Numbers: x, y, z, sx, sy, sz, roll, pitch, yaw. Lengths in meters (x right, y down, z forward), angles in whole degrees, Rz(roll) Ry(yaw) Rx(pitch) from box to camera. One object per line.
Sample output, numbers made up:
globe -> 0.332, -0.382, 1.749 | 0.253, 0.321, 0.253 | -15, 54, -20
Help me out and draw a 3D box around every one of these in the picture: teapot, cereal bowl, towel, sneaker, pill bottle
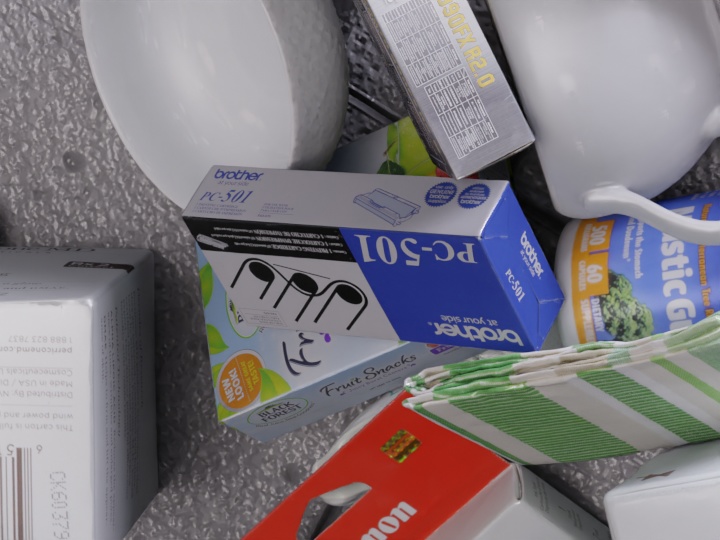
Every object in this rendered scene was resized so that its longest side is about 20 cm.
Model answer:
teapot -> 0.149, -0.129, 1.307 | 0.145, 0.198, 0.201 | -18, 107, 4
cereal bowl -> -0.074, -0.133, 1.413 | 0.200, 0.083, 0.201 | 30, 133, 38
towel -> 0.142, 0.066, 1.294 | 0.199, 0.152, 0.024 | -14, 64, 29
sneaker -> 0.054, 0.084, 1.426 | 0.200, 0.080, 0.071 | -40, 79, 22
pill bottle -> 0.216, 0.009, 1.323 | 0.199, 0.112, 0.113 | -10, 93, 26

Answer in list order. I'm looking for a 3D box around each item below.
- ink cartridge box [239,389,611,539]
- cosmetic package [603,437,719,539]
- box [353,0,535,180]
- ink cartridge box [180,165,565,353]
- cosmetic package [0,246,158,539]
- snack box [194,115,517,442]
ink cartridge box -> 0.028, 0.184, 1.423 | 0.173, 0.044, 0.200 | 36, 115, -24
cosmetic package -> 0.250, 0.186, 1.301 | 0.165, 0.167, 0.201 | -13, 93, 26
box -> 0.022, -0.151, 1.290 | 0.048, 0.158, 0.201 | -27, 95, 0
ink cartridge box -> 0.005, -0.008, 1.325 | 0.199, 0.044, 0.094 | 5, 140, 34
cosmetic package -> -0.218, 0.080, 1.460 | 0.164, 0.200, 0.166 | 1, 99, 4
snack box -> 0.000, 0.000, 1.424 | 0.199, 0.053, 0.143 | -23, 59, 26
